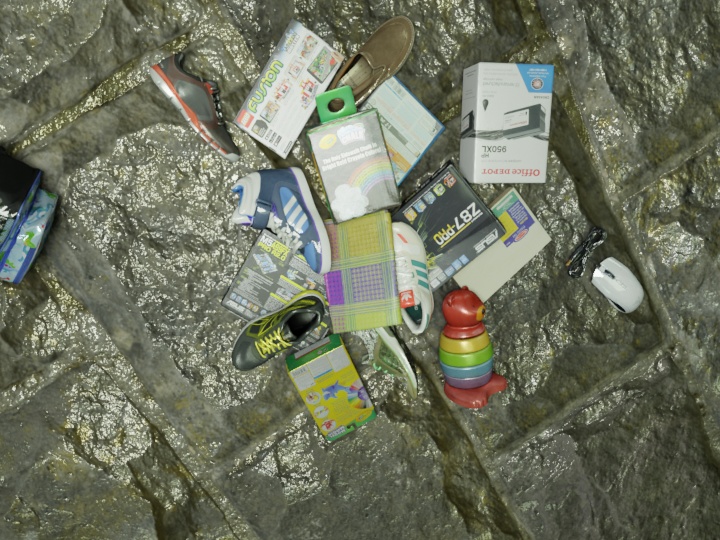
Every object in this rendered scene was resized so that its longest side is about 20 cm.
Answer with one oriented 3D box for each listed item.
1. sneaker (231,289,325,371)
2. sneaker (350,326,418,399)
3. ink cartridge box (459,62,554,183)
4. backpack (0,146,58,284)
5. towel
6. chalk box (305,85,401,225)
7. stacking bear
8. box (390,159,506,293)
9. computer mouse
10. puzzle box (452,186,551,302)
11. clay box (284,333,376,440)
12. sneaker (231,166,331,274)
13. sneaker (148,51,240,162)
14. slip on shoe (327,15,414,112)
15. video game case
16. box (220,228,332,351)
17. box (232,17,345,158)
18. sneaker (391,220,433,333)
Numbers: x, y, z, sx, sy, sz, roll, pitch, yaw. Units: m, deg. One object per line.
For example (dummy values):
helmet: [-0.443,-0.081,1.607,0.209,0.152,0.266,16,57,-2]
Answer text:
sneaker: [-0.145,0.107,0.948,0.199,0.085,0.075,-38,104,0]
sneaker: [0.047,0.166,1.051,0.087,0.077,0.203,-27,99,11]
ink cartridge box: [0.260,-0.260,0.985,0.141,0.084,0.206,-2,102,-8]
backpack: [-0.572,-0.061,0.845,0.146,0.184,0.201,32,105,-34]
towel: [0.000,0.000,0.950,0.140,0.023,0.206,-10,85,25]
chalk box: [-0.019,-0.198,0.913,0.122,0.124,0.205,-16,105,0]
stacking bear: [0.201,0.135,1.038,0.120,0.112,0.205,-21,108,-42]
box: [0.138,-0.071,0.991,0.199,0.049,0.161,-39,104,19]
computer mouse: [0.509,0.014,1.099,0.199,0.044,0.110,38,92,-14]
puzzle box: [0.258,-0.044,1.057,0.199,0.025,0.134,-42,103,1]
clay box: [-0.051,0.224,1.031,0.113,0.048,0.203,-25,123,-4]
sneaker: [-0.144,-0.074,0.930,0.144,0.080,0.204,-17,82,-24]
sneaker: [-0.258,-0.274,0.907,0.082,0.077,0.201,-41,105,-6]
slip on shoe: [0.017,-0.355,0.933,0.199,0.061,0.076,-43,86,4]
video game case: [0.040,-0.229,0.991,0.142,0.018,0.201,39,93,-15]
box: [-0.132,0.040,1.003,0.197,0.044,0.162,30,94,-14]
box: [-0.123,-0.310,0.940,0.109,0.035,0.202,32,95,-13]
sneaker: [0.085,0.016,0.956,0.069,0.094,0.204,-11,111,14]
